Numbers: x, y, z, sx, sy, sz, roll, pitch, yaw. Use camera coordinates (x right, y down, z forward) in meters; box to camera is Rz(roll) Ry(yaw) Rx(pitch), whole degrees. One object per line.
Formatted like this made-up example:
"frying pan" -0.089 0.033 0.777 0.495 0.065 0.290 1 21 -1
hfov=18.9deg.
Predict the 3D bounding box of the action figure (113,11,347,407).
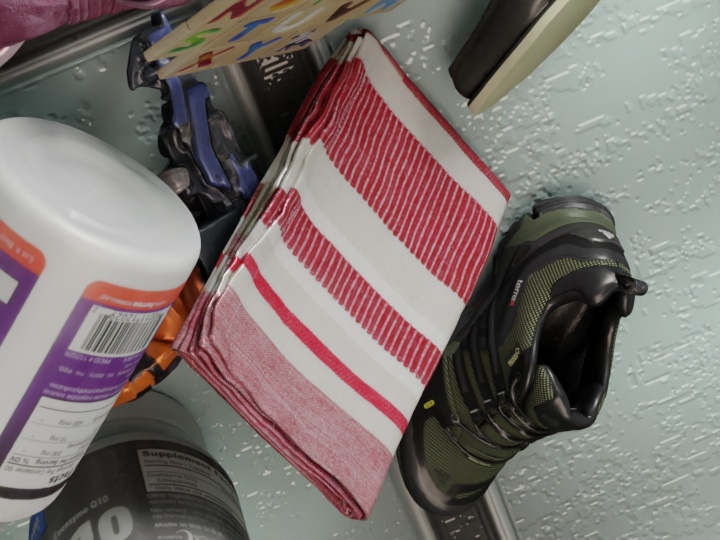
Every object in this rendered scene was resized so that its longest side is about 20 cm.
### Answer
"action figure" -0.096 -0.023 1.073 0.192 0.105 0.201 -20 100 -10

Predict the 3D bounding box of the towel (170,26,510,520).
"towel" 0.000 0.000 1.056 0.144 0.023 0.201 46 57 -34

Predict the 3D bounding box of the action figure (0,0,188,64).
"action figure" -0.126 -0.127 0.941 0.198 0.134 0.150 -12 138 -14

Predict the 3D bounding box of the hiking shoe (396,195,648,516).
"hiking shoe" 0.081 0.061 1.148 0.075 0.101 0.201 16 116 -23

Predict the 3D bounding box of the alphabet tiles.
"alphabet tiles" 0.002 -0.134 0.964 0.166 0.006 0.199 -18 172 -46

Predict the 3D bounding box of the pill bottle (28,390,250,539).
"pill bottle" -0.108 0.155 1.096 0.113 0.200 0.115 -7 123 -11

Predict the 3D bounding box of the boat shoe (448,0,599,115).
"boat shoe" 0.099 -0.161 1.039 0.063 0.074 0.202 40 122 8

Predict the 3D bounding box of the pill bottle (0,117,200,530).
"pill bottle" -0.165 0.041 0.980 0.111 0.112 0.201 22 113 -26
